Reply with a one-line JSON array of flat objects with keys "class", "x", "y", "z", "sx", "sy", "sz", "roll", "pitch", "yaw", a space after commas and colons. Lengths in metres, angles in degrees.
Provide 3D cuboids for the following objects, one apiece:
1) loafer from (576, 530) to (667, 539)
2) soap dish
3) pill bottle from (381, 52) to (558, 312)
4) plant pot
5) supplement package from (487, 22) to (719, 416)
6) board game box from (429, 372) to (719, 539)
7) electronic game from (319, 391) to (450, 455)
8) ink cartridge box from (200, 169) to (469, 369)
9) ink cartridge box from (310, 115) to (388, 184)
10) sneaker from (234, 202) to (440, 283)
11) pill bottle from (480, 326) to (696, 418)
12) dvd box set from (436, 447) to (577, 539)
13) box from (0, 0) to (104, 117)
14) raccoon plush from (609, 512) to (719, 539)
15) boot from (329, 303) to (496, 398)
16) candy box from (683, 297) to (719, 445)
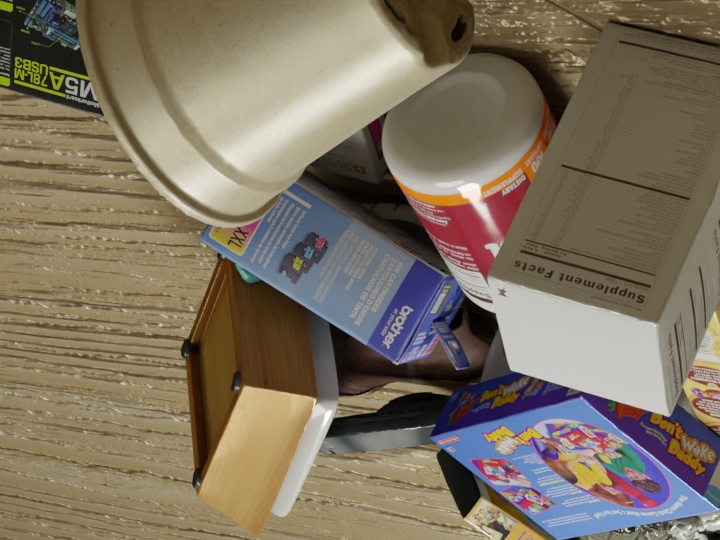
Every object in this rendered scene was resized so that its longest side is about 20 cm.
[{"class": "loafer", "x": 0.188, "y": 0.194, "z": 1.945, "sx": 0.199, "sy": 0.072, "sz": 0.063, "roll": 34, "pitch": 178, "yaw": -1}, {"class": "soap dish", "x": -0.083, "y": 0.080, "z": 1.781, "sx": 0.081, "sy": 0.201, "sz": 0.158, "roll": 10, "pitch": 131, "yaw": -17}, {"class": "pill bottle", "x": 0.100, "y": -0.043, "z": 1.533, "sx": 0.112, "sy": 0.113, "sz": 0.200, "roll": 9, "pitch": 149, "yaw": 33}, {"class": "plant pot", "x": -0.040, "y": -0.153, "z": 1.382, "sx": 0.183, "sy": 0.201, "sz": 0.200, "roll": -24, "pitch": 128, "yaw": 30}, {"class": "supplement package", "x": 0.169, "y": -0.032, "z": 1.386, "sx": 0.113, "sy": 0.201, "sz": 0.110, "roll": 16, "pitch": 152, "yaw": 22}, {"class": "board game box", "x": 0.156, "y": 0.126, "z": 1.603, "sx": 0.134, "sy": 0.045, "sz": 0.200, "roll": 39, "pitch": 153, "yaw": -17}, {"class": "electronic game", "x": 0.049, "y": 0.120, "z": 1.847, "sx": 0.198, "sy": 0.042, "sz": 0.200, "roll": -8, "pitch": 178, "yaw": 0}, {"class": "ink cartridge box", "x": 0.000, "y": 0.000, "z": 1.620, "sx": 0.199, "sy": 0.077, "sz": 0.136, "roll": 31, "pitch": -174, "yaw": 11}, {"class": "ink cartridge box", "x": -0.041, "y": -0.139, "z": 1.582, "sx": 0.094, "sy": 0.037, "sz": 0.200, "roll": 16, "pitch": 154, "yaw": 23}, {"class": "sneaker", "x": -0.010, "y": -0.006, "z": 1.727, "sx": 0.199, "sy": 0.092, "sz": 0.078, "roll": 14, "pitch": 152, "yaw": 25}, {"class": "pill bottle", "x": 0.198, "y": 0.097, "z": 1.694, "sx": 0.199, "sy": 0.112, "sz": 0.112, "roll": 18, "pitch": 153, "yaw": 19}, {"class": "dvd box set", "x": 0.161, "y": 0.229, "z": 1.972, "sx": 0.199, "sy": 0.029, "sz": 0.146, "roll": 35, "pitch": -170, "yaw": -16}, {"class": "box", "x": -0.232, "y": -0.218, "z": 1.490, "sx": 0.199, "sy": 0.047, "sz": 0.194, "roll": 16, "pitch": 116, "yaw": 21}, {"class": "raccoon plush", "x": 0.231, "y": 0.164, "z": 1.860, "sx": 0.134, "sy": 0.097, "sz": 0.200, "roll": 31, "pitch": -173, "yaw": -37}, {"class": "boot", "x": 0.010, "y": 0.049, "z": 1.799, "sx": 0.199, "sy": 0.073, "sz": 0.166, "roll": 2, "pitch": 163, "yaw": 17}, {"class": "candy box", "x": 0.257, "y": 0.035, "z": 1.520, "sx": 0.056, "sy": 0.117, "sz": 0.200, "roll": 8, "pitch": 148, "yaw": 33}]
